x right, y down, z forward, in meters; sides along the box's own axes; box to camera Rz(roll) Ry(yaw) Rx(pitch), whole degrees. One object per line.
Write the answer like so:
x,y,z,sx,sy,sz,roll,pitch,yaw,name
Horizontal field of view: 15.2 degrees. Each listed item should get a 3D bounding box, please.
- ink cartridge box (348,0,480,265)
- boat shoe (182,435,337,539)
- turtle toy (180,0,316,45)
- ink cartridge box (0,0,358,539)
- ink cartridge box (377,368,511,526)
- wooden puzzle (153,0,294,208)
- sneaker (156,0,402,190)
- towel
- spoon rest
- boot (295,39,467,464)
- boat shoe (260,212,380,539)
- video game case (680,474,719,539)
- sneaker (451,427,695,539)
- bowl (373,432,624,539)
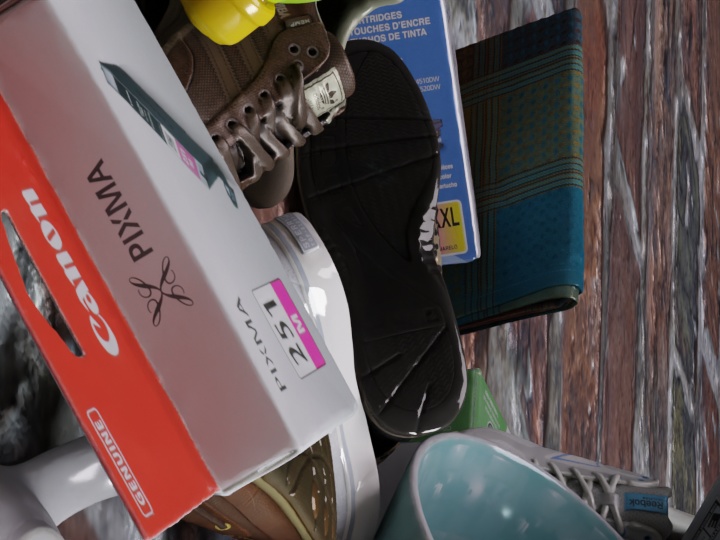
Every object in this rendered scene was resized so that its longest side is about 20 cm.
0.017,-0.109,1.471,0.136,0.076,0.202,-80,163,-80,ink cartridge box
-0.060,0.078,1.176,0.200,0.067,0.073,51,33,-62,boat shoe
-0.045,-0.201,1.152,0.201,0.145,0.101,53,13,0,turtle toy
-0.084,-0.012,0.999,0.201,0.043,0.174,61,14,1,ink cartridge box
0.040,0.178,1.514,0.146,0.087,0.201,62,26,-57,ink cartridge box
-0.056,-0.156,1.317,0.185,0.037,0.201,60,30,-62,wooden puzzle
-0.046,-0.082,1.181,0.071,0.075,0.201,72,36,-46,sneaker
0.068,-0.050,1.576,0.022,0.146,0.201,41,43,-44,towel
-0.118,0.102,0.990,0.200,0.060,0.100,-35,120,-58,spoon rest
0.000,0.000,1.357,0.151,0.073,0.201,122,-44,-71,boot
-0.037,0.066,1.273,0.072,0.068,0.201,53,-21,41,boat shoe
0.172,0.222,1.385,0.201,0.023,0.182,-61,-163,9,video game case
0.120,0.126,1.459,0.199,0.086,0.076,24,58,-43,sneaker
0.068,0.189,1.335,0.200,0.105,0.201,37,22,-17,bowl
